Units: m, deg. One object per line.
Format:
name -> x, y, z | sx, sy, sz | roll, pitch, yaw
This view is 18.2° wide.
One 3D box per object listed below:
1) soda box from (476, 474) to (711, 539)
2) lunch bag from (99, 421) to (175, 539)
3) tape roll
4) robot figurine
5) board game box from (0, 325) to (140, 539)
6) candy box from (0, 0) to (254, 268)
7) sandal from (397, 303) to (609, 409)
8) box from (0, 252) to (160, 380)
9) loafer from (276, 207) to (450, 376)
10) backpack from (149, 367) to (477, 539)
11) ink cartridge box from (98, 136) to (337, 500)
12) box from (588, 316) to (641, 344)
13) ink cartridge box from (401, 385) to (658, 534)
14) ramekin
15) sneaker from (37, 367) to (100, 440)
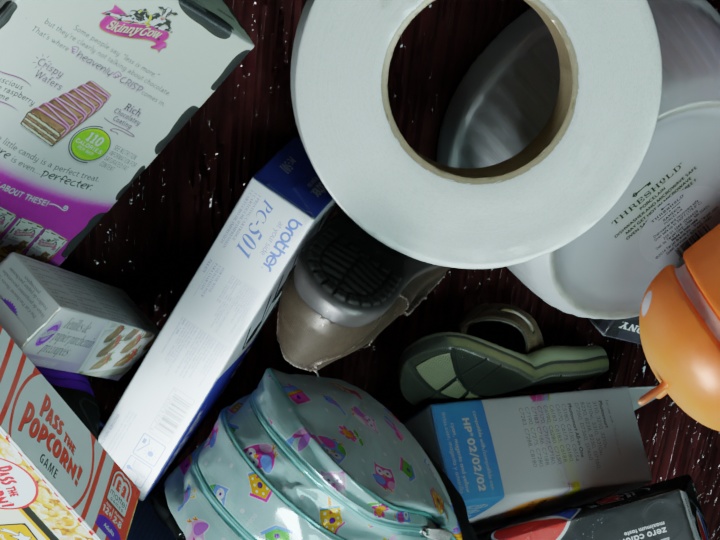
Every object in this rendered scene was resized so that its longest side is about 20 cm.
soda box -> 0.122, 0.191, 1.423 | 0.199, 0.071, 0.063 | -18, 179, 14
lunch bag -> -0.158, 0.194, 1.332 | 0.132, 0.136, 0.200 | -33, 137, 12
tape roll -> 0.061, -0.103, 1.198 | 0.201, 0.037, 0.204 | -1, 101, -6
robot figurine -> 0.243, 0.016, 1.285 | 0.200, 0.144, 0.117 | -38, 125, 12
board game box -> -0.234, 0.096, 1.130 | 0.199, 0.047, 0.152 | -9, 136, 26
candy box -> -0.170, -0.083, 1.126 | 0.200, 0.061, 0.136 | -46, 139, 14
sandal -> 0.086, 0.052, 1.428 | 0.079, 0.058, 0.200 | -22, 166, 30
box -> -0.153, 0.027, 1.183 | 0.039, 0.041, 0.200 | -45, 170, 3
loafer -> 0.000, 0.000, 1.261 | 0.071, 0.073, 0.200 | -54, 170, 27
backpack -> -0.027, 0.134, 1.299 | 0.127, 0.167, 0.200 | -55, 150, 9
ink cartridge box -> -0.079, 0.027, 1.261 | 0.201, 0.044, 0.094 | -58, 178, 22
box -> 0.252, -0.029, 1.474 | 0.142, 0.036, 0.200 | 13, 121, -40
ink cartridge box -> 0.108, 0.128, 1.468 | 0.199, 0.068, 0.115 | -3, 160, -31
ramekin -> 0.155, -0.065, 1.324 | 0.199, 0.105, 0.201 | -18, 136, -19
sneaker -> -0.229, 0.079, 1.206 | 0.199, 0.100, 0.070 | -1, 129, -28
